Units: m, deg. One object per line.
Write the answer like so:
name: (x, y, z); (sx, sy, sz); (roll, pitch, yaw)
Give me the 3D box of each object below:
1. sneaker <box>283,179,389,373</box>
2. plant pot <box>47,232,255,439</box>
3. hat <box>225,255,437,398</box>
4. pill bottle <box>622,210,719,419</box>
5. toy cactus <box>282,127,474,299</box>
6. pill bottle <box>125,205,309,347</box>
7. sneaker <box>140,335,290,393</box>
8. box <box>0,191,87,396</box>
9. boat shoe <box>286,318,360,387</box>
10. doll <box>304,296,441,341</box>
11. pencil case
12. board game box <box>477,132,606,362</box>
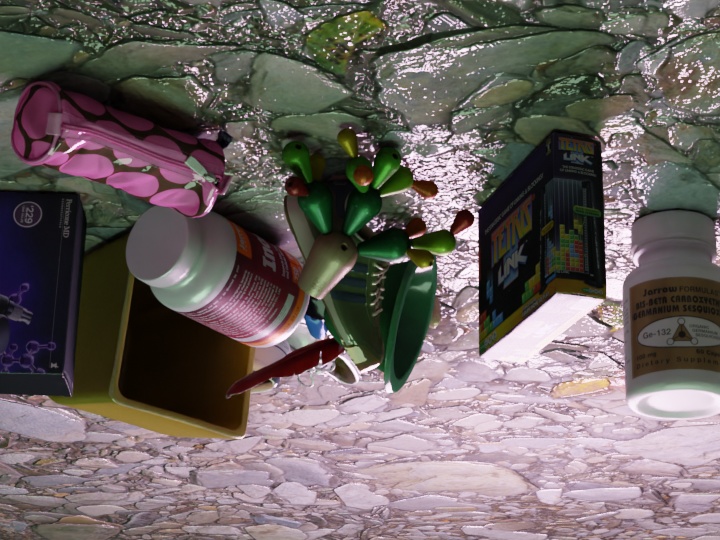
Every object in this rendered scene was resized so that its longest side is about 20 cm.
sneaker: (0.000, 0.000, 1.718); (0.090, 0.201, 0.067); (-23, -172, 10)
plant pot: (-0.255, 0.084, 1.922); (0.200, 0.196, 0.194); (-11, 156, 44)
hat: (-0.027, 0.041, 1.848); (0.175, 0.200, 0.166); (13, 121, 15)
pill bottle: (0.331, 0.045, 1.762); (0.114, 0.201, 0.114); (1, 158, 1)
toy cactus: (-0.002, -0.042, 1.643); (0.200, 0.102, 0.165); (26, 106, -26)
pill bottle: (-0.153, 0.003, 1.800); (0.113, 0.113, 0.200); (-13, 154, 32)
sneaker: (-0.183, 0.117, 2.009); (0.199, 0.071, 0.073); (-10, 127, 20)
box: (-0.363, 0.023, 1.746); (0.141, 0.201, 0.079); (2, 158, -4)
boat shoe: (-0.054, 0.099, 2.055); (0.074, 0.086, 0.202); (-1, 160, 25)
doll: (-0.011, 0.043, 1.962); (0.199, 0.049, 0.137); (16, 131, -27)
pencil case: (-0.219, -0.112, 1.563); (0.200, 0.091, 0.094); (16, -171, -35)
board game box: (0.174, -0.018, 1.661); (0.056, 0.166, 0.200); (7, 157, -16)
